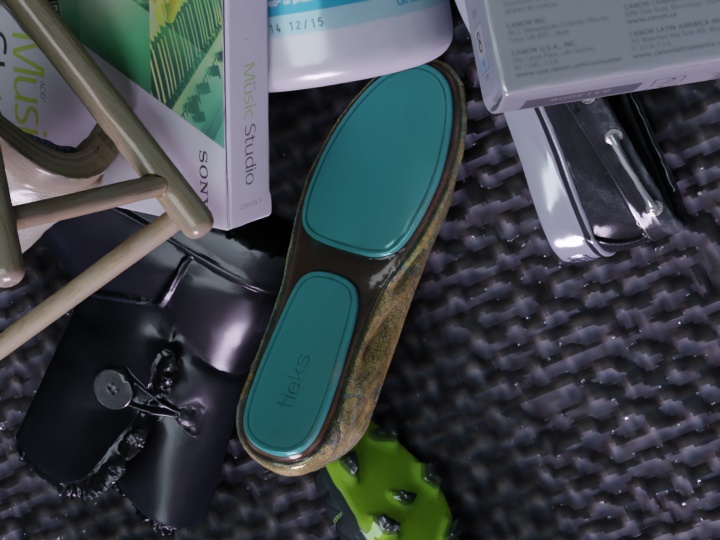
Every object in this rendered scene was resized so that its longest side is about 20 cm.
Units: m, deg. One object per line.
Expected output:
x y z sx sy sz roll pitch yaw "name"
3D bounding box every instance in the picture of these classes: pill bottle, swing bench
-0.027 -0.184 1.048 0.111 0.111 0.200 -4 103 24 "pill bottle"
-0.202 -0.053 1.026 0.199 0.130 0.200 -33 80 38 "swing bench"

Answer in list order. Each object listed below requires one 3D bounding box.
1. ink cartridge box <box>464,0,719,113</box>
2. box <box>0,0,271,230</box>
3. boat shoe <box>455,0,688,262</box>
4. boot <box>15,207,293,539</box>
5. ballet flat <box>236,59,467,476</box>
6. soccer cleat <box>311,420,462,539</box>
0.114 -0.175 0.995 0.160 0.047 0.200 -9 84 -6 "ink cartridge box"
-0.127 -0.105 1.053 0.200 0.036 0.145 11 111 31 "box"
0.089 -0.101 1.041 0.068 0.074 0.200 -15 99 25 "boat shoe"
-0.137 0.020 1.169 0.200 0.076 0.168 29 110 7 "boot"
0.000 0.000 1.105 0.071 0.071 0.200 20 86 17 "ballet flat"
0.027 0.159 1.146 0.081 0.068 0.200 -36 89 40 "soccer cleat"
